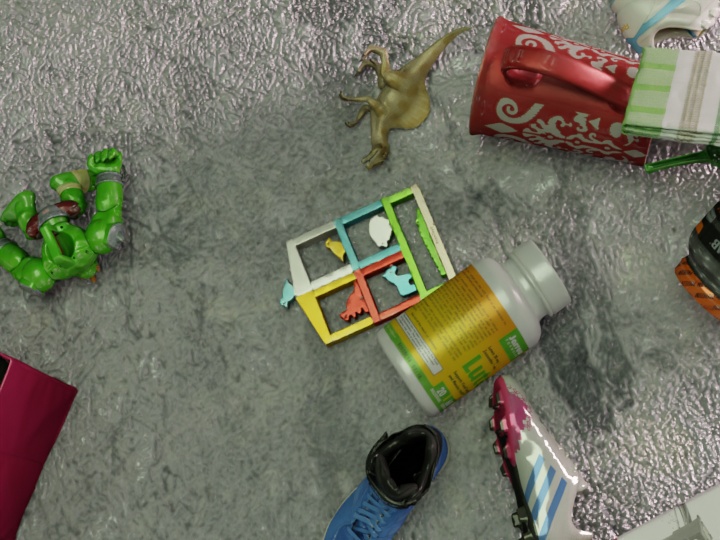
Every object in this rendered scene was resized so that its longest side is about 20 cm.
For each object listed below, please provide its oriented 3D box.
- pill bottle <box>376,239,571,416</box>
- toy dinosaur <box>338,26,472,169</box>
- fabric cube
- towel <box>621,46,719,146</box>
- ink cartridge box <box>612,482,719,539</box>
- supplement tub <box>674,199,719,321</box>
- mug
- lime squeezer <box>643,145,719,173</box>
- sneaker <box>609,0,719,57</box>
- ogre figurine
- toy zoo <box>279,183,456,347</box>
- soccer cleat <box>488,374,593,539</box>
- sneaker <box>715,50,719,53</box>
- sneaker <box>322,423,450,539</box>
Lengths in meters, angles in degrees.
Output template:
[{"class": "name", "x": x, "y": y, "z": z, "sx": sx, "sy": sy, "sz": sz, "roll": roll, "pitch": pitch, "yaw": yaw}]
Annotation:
[{"class": "pill bottle", "x": 0.125, "y": 0.058, "z": 1.626, "sx": 0.199, "sy": 0.111, "sz": 0.112, "roll": -35, "pitch": 74, "yaw": 1}, {"class": "toy dinosaur", "x": 0.042, "y": -0.216, "z": 1.744, "sx": 0.100, "sy": 0.058, "sz": 0.201, "roll": 32, "pitch": 92, "yaw": 1}, {"class": "fabric cube", "x": -0.465, "y": 0.172, "z": 1.661, "sx": 0.194, "sy": 0.199, "sz": 0.202, "roll": 19, "pitch": 81, "yaw": 13}, {"class": "towel", "x": 0.375, "y": -0.171, "z": 1.532, "sx": 0.197, "sy": 0.031, "sz": 0.150, "roll": 9, "pitch": 43, "yaw": 16}, {"class": "ink cartridge box", "x": 0.345, "y": 0.315, "z": 1.541, "sx": 0.198, "sy": 0.083, "sz": 0.146, "roll": -28, "pitch": 74, "yaw": 3}, {"class": "supplement tub", "x": 0.428, "y": -0.042, "z": 1.567, "sx": 0.123, "sy": 0.122, "sz": 0.201, "roll": 45, "pitch": 110, "yaw": 16}, {"class": "mug", "x": 0.226, "y": -0.184, "z": 1.641, "sx": 0.197, "sy": 0.178, "sz": 0.135, "roll": 15, "pitch": 112, "yaw": 9}, {"class": "lime squeezer", "x": 0.407, "y": -0.148, "z": 1.628, "sx": 0.198, "sy": 0.071, "sz": 0.038, "roll": -27, "pitch": 48, "yaw": 22}, {"class": "sneaker", "x": 0.386, "y": -0.310, "z": 1.689, "sx": 0.198, "sy": 0.076, "sz": 0.082, "roll": -25, "pitch": 82, "yaw": 10}, {"class": "ogre figurine", "x": -0.350, "y": -0.045, "z": 1.745, "sx": 0.198, "sy": 0.098, "sz": 0.121, "roll": -21, "pitch": 62, "yaw": -7}, {"class": "toy zoo", "x": 0.000, "y": 0.000, "z": 1.709, "sx": 0.198, "sy": 0.020, "sz": 0.133, "roll": -24, "pitch": 74, "yaw": 4}, {"class": "soccer cleat", "x": 0.194, "y": 0.208, "z": 1.609, "sx": 0.085, "sy": 0.070, "sz": 0.203, "roll": -10, "pitch": 77, "yaw": -9}, {"class": "sneaker", "x": 0.447, "y": -0.203, "z": 1.628, "sx": 0.197, "sy": 0.112, "sz": 0.074, "roll": -10, "pitch": 76, "yaw": 8}, {"class": "sneaker", "x": 0.019, "y": 0.246, "z": 1.601, "sx": 0.077, "sy": 0.111, "sz": 0.200, "roll": 41, "pitch": 87, "yaw": 16}]
